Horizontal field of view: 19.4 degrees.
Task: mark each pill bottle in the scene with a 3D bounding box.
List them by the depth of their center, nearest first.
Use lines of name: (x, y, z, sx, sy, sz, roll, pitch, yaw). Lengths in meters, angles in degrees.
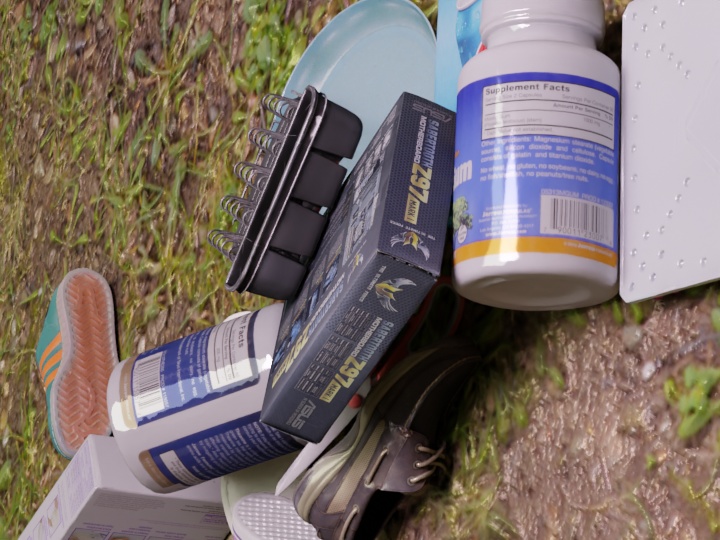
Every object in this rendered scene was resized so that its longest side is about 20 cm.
pill bottle: (0.117, -0.082, 1.378, 0.112, 0.112, 0.201, -21, 62, 56)
pill bottle: (-0.082, 0.090, 1.603, 0.199, 0.111, 0.111, -20, 58, 19)

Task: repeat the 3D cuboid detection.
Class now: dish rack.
dish rack: (-0.063, -0.063, 1.546, 0.154, 0.054, 0.200, -66, 19, 4)

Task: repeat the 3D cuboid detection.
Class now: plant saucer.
plant saucer: (0.001, -0.108, 1.584, 0.200, 0.027, 0.201, -27, 54, 44)

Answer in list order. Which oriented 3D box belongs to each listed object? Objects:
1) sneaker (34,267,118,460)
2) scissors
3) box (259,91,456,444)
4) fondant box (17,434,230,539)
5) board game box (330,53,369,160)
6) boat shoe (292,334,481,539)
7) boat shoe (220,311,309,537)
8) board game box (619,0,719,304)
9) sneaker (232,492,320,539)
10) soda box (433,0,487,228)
sneaker: (-0.277, 0.102, 2.054, 0.080, 0.071, 0.201, -46, 38, 50)
scissors: (0.009, 0.088, 1.530, 0.201, 0.073, 0.014, -65, 11, 6)
box: (0.000, 0.000, 1.439, 0.158, 0.051, 0.200, -79, 16, -45)
fondant box: (-0.203, 0.226, 1.800, 0.200, 0.144, 0.058, -54, 39, 37)
board game box: (-0.004, -0.076, 1.651, 0.102, 0.047, 0.201, -53, 39, 37)
boat shoe: (0.032, 0.129, 1.516, 0.073, 0.074, 0.200, 51, 123, 23)
boat shoe: (-0.075, 0.135, 1.693, 0.060, 0.072, 0.203, 19, -116, -78)
board game box: (0.228, -0.092, 1.275, 0.200, 0.026, 0.201, -20, 64, 56)
sneaker: (-0.031, 0.261, 1.586, 0.200, 0.072, 0.115, 41, 135, 51)
soda box: (0.095, -0.130, 1.481, 0.068, 0.064, 0.201, -19, 65, 57)
